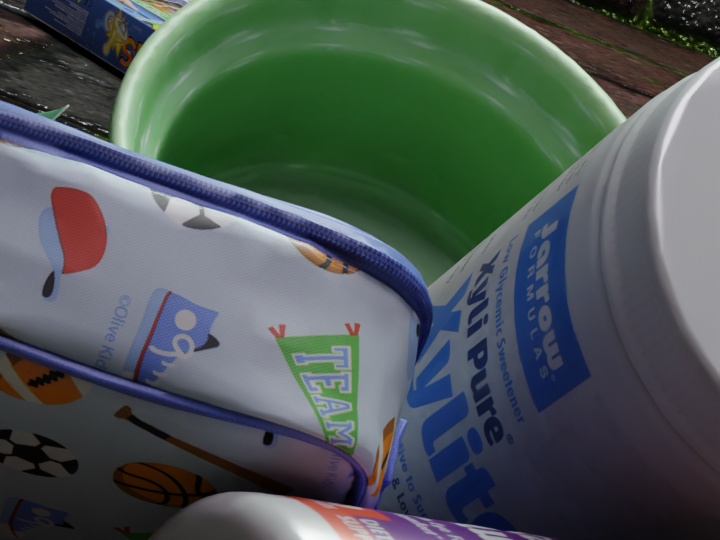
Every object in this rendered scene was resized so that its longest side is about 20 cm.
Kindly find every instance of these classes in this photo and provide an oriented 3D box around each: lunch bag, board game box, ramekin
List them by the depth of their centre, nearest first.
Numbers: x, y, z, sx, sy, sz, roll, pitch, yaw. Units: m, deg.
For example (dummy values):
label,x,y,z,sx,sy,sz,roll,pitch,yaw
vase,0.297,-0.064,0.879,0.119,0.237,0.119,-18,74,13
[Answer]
label,x,y,z,sx,sy,sz,roll,pitch,yaw
lunch bag,-0.067,0.041,0.733,0.159,0.076,0.200,17,-29,-5
ramekin,0.000,0.000,0.980,0.199,0.098,0.201,11,50,-13
board game box,-0.094,-0.128,1.695,0.135,0.035,0.200,10,17,-43

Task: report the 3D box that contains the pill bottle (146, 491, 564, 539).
label,x,y,z,sx,sy,sz,roll,pitch,yaw
pill bottle,0.041,0.120,0.682,0.199,0.112,0.111,12,15,-34

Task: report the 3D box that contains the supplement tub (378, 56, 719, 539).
label,x,y,z,sx,sy,sz,roll,pitch,yaw
supplement tub,0.084,0.034,0.784,0.131,0.133,0.200,16,-29,-20

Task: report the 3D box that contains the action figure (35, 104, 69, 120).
label,x,y,z,sx,sy,sz,roll,pitch,yaw
action figure,-0.174,-0.019,0.997,0.200,0.119,0.055,20,-5,45
